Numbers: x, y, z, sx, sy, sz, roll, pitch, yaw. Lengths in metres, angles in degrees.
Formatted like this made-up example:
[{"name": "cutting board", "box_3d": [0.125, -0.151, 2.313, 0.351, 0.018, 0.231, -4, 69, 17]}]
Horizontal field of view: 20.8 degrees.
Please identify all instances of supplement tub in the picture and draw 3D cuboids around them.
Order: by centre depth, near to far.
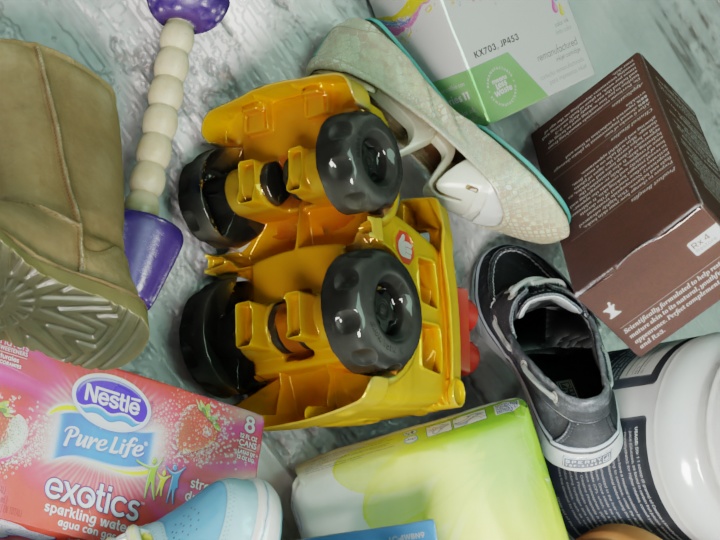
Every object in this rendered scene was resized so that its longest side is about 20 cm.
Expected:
[{"name": "supplement tub", "box_3d": [0.202, 0.115, 1.262, 0.140, 0.200, 0.141, 9, 76, -37]}]

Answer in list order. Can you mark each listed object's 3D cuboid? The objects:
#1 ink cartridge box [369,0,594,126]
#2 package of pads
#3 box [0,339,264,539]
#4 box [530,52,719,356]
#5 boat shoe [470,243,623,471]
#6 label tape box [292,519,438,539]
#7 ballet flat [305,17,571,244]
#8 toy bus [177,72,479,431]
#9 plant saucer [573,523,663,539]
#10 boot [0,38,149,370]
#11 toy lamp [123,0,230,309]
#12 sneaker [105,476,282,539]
[{"name": "ink cartridge box", "box_3d": [0.065, -0.200, 1.301, 0.117, 0.067, 0.200, -28, 99, -39]}, {"name": "package of pads", "box_3d": [0.053, 0.190, 1.169, 0.154, 0.068, 0.200, -17, 93, 3]}, {"name": "box", "box_3d": [-0.162, 0.100, 1.037, 0.200, 0.100, 0.096, 21, 69, -34]}, {"name": "box", "box_3d": [0.183, -0.047, 1.282, 0.075, 0.100, 0.200, 43, 22, -26]}, {"name": "boat shoe", "box_3d": [0.115, 0.036, 1.231, 0.072, 0.200, 0.068, -10, 129, -4]}, {"name": "label tape box", "box_3d": [0.002, 0.245, 1.106, 0.066, 0.143, 0.200, 4, 76, -71]}, {"name": "ballet flat", "box_3d": [0.045, -0.075, 1.247, 0.200, 0.067, 0.062, 44, 65, 4]}, {"name": "toy bus", "box_3d": [0.000, 0.000, 1.179, 0.192, 0.136, 0.200, 12, 71, -51]}, {"name": "plant saucer", "box_3d": [0.168, 0.258, 1.211, 0.037, 0.200, 0.200, -12, 89, -29]}, {"name": "boot", "box_3d": [-0.191, -0.051, 1.011, 0.175, 0.066, 0.200, 31, 29, -37]}, {"name": "toy lamp", "box_3d": [-0.119, -0.073, 1.136, 0.058, 0.058, 0.200, 26, 64, -33]}, {"name": "sneaker", "box_3d": [-0.140, 0.157, 0.954, 0.131, 0.080, 0.200, 35, 106, -30]}]
